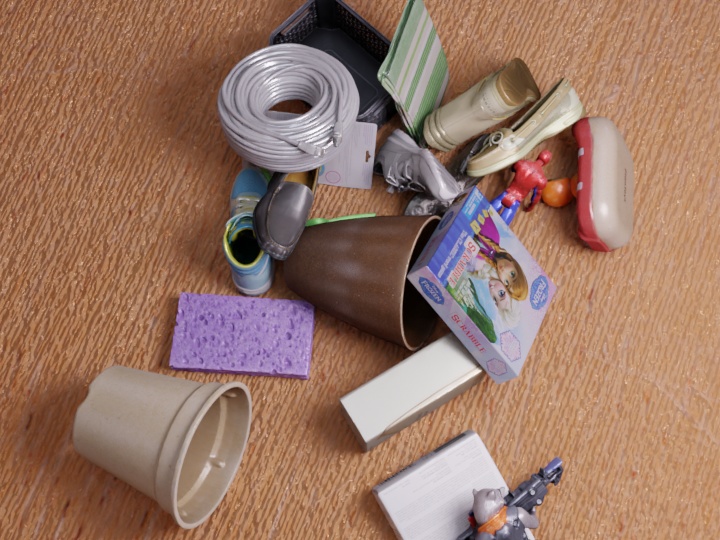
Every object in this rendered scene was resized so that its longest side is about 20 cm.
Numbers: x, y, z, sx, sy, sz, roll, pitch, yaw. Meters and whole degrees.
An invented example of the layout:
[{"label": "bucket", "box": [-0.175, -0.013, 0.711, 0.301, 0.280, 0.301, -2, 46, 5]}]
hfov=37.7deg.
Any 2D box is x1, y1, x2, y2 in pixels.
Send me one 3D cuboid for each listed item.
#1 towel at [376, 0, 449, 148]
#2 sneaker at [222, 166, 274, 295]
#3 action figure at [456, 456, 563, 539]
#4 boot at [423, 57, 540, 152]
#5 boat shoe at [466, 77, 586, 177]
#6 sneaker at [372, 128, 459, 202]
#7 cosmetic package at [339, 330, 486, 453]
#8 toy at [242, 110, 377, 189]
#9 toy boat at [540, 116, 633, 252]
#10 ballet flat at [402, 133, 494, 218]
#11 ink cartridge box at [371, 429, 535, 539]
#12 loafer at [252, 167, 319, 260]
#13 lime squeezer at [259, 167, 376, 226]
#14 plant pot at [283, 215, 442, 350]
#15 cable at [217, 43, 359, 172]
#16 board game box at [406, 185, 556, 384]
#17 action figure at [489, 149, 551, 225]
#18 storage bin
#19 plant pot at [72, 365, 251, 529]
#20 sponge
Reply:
[{"label": "towel", "box": [0.083, -0.289, 1.557, 0.023, 0.200, 0.153, 12, 70, 25]}, {"label": "sneaker", "box": [-0.157, -0.076, 1.520, 0.079, 0.131, 0.201, -5, 70, -1]}, {"label": "action figure", "box": [0.224, 0.344, 1.377, 0.200, 0.105, 0.193, -46, 103, -6]}, {"label": "boot", "box": [0.183, -0.246, 1.589, 0.155, 0.200, 0.073, -30, 96, 28]}, {"label": "boat shoe", "box": [0.233, -0.205, 1.539, 0.200, 0.073, 0.063, -32, 102, -3]}, {"label": "sneaker", "box": [0.077, -0.135, 1.538, 0.082, 0.200, 0.075, -45, 120, 2]}, {"label": "cosmetic package", "box": [0.073, 0.164, 1.455, 0.200, 0.104, 0.073, -31, 75, -8]}, {"label": "toy", "box": [-0.077, -0.191, 1.583, 0.199, 0.116, 0.047, 5, 40, 0]}, {"label": "toy boat", "box": [0.327, -0.126, 1.554, 0.130, 0.130, 0.201, -5, 69, 29]}, {"label": "ballet flat", "box": [0.137, -0.129, 1.586, 0.067, 0.046, 0.200, 43, 82, -9]}, {"label": "ink cartridge box", "box": [0.133, 0.344, 1.437, 0.162, 0.057, 0.201, -30, 95, -9]}, {"label": "loafer", "box": [-0.099, -0.097, 1.466, 0.073, 0.072, 0.200, 29, 39, -20]}, {"label": "lime squeezer", "box": [-0.080, -0.097, 1.565, 0.199, 0.038, 0.071, 26, 92, -4]}, {"label": "plant pot", "box": [0.000, 0.000, 1.482, 0.199, 0.187, 0.188, 11, 71, 21]}, {"label": "cable", "box": [-0.100, -0.231, 1.490, 0.199, 0.069, 0.201, 12, 57, 12]}, {"label": "board game box", "box": [0.172, 0.016, 1.443, 0.200, 0.041, 0.200, 49, 43, -15]}, {"label": "action figure", "box": [0.217, -0.096, 1.567, 0.065, 0.099, 0.200, 40, 99, 9]}, {"label": "storage bin", "box": [-0.030, -0.309, 1.616, 0.200, 0.094, 0.135, 42, 77, 13]}, {"label": "plant pot", "box": [-0.272, 0.217, 1.407, 0.183, 0.201, 0.201, 17, 72, 17]}, {"label": "sponge", "box": [-0.168, 0.094, 1.518, 0.199, 0.030, 0.112, 4, 72, 2]}]
